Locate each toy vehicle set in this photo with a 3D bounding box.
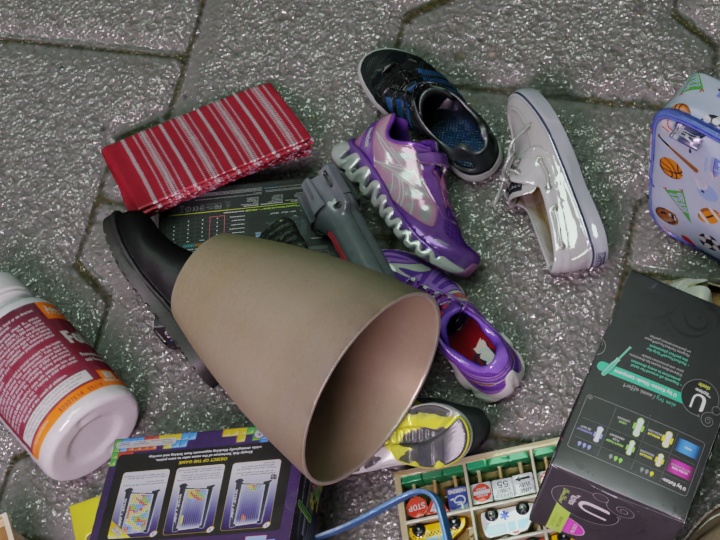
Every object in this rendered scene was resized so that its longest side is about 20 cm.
[{"bbox_3d":[0.135,0.227,1.530,0.198,0.027,0.125,-13,64,7],"label":"toy vehicle set"}]

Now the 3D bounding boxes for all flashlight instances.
[{"bbox_3d":[0.000,0.000,1.583,0.067,0.068,0.201,-32,62,5],"label":"flashlight"}]

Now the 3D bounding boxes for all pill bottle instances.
[{"bbox_3d":[-0.319,0.100,1.650,0.114,0.114,0.200,-43,64,-8],"label":"pill bottle"}]

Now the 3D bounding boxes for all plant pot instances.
[{"bbox_3d":[-0.063,0.053,1.461,0.199,0.188,0.188,32,77,25],"label":"plant pot"}]

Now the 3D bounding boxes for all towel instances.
[{"bbox_3d":[-0.160,-0.123,1.720,0.198,0.023,0.145,-23,38,-11],"label":"towel"}]

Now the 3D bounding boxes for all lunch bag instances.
[{"bbox_3d":[0.342,-0.080,1.523,0.160,0.201,0.076,34,69,25],"label":"lunch bag"}]

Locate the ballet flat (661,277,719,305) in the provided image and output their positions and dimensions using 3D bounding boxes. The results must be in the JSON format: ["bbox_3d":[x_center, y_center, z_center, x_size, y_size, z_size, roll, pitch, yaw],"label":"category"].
[{"bbox_3d":[0.336,0.038,1.545,0.198,0.067,0.069,9,68,17],"label":"ballet flat"}]

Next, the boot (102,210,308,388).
[{"bbox_3d":[-0.134,-0.010,1.601,0.157,0.079,0.212,-39,75,2],"label":"boot"}]

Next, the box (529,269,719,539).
[{"bbox_3d":[0.245,0.133,1.456,0.123,0.149,0.201,22,65,9],"label":"box"}]

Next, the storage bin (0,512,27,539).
[{"bbox_3d":[-0.372,0.367,1.553,0.197,0.094,0.201,-25,63,1],"label":"storage bin"}]

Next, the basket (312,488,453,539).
[{"bbox_3d":[0.020,0.309,1.449,0.175,0.139,0.202,-27,66,18],"label":"basket"}]

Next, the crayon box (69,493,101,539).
[{"bbox_3d":[-0.166,0.252,1.579,0.198,0.051,0.128,-18,63,5],"label":"crayon box"}]

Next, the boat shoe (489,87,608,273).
[{"bbox_3d":[0.166,-0.084,1.636,0.085,0.075,0.204,-15,69,-13],"label":"boat shoe"}]

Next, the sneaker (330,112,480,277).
[{"bbox_3d":[0.057,-0.080,1.648,0.088,0.080,0.200,-45,63,11],"label":"sneaker"}]

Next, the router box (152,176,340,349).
[{"bbox_3d":[-0.104,-0.008,1.675,0.198,0.062,0.151,-5,65,11],"label":"router box"}]

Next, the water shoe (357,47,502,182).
[{"bbox_3d":[0.070,-0.175,1.699,0.071,0.079,0.200,-43,64,-8],"label":"water shoe"}]

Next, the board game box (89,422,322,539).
[{"bbox_3d":[-0.138,0.223,1.495,0.198,0.057,0.166,-6,47,18],"label":"board game box"}]

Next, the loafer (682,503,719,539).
[{"bbox_3d":[0.289,0.280,1.445,0.075,0.070,0.201,30,76,24],"label":"loafer"}]

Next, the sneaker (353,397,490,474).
[{"bbox_3d":[0.033,0.154,1.568,0.199,0.084,0.075,3,90,37],"label":"sneaker"}]

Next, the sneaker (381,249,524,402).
[{"bbox_3d":[0.078,0.038,1.599,0.200,0.084,0.081,38,79,26],"label":"sneaker"}]
